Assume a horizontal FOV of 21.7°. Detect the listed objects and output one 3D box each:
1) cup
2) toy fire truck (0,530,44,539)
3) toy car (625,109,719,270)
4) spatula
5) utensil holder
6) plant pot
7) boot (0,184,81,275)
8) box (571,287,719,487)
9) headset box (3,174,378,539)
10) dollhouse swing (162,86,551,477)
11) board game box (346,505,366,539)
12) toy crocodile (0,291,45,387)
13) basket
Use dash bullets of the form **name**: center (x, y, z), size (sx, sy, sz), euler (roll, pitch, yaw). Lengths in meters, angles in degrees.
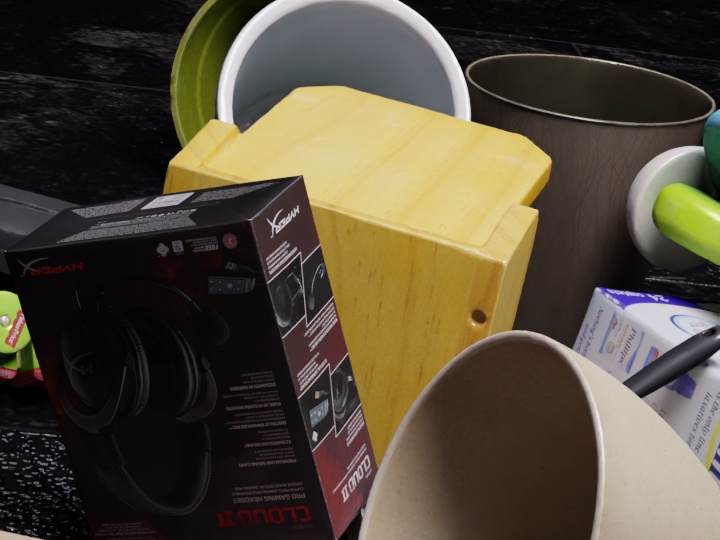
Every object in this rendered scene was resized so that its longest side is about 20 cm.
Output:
- **cup**: center (0.109, 0.146, 0.935), size (0.143, 0.201, 0.200), euler (21, 16, -29)
- **toy fire truck**: center (-0.139, 0.170, 0.925), size (0.199, 0.049, 0.141), euler (6, 23, -10)
- **toy car**: center (0.280, -0.043, 1.178), size (0.199, 0.150, 0.175), euler (12, 16, -27)
- **spatula**: center (0.119, 0.079, 1.050), size (0.200, 0.021, 0.057), euler (-26, 19, 0)
- **utensil holder**: center (-0.027, -0.084, 1.312), size (0.169, 0.171, 0.200), euler (6, -13, -9)
- **plant pot**: center (-0.029, -0.149, 1.559), size (0.200, 0.201, 0.193), euler (16, 12, 14)
- **boot**: center (-0.267, -0.054, 1.367), size (0.199, 0.066, 0.165), euler (12, 32, 14)
- **box**: center (0.245, 0.103, 1.122), size (0.183, 0.105, 0.200), euler (7, 21, -36)
- **headset box**: center (-0.084, 0.062, 0.999), size (0.148, 0.201, 0.077), euler (-6, 18, 23)
- **dollhouse swing**: center (0.000, 0.000, 1.105), size (0.199, 0.182, 0.176), euler (16, 13, 14)
- **board game box**: center (0.057, 0.134, 1.104), size (0.134, 0.034, 0.200), euler (6, 23, -9)
- **toy crocodile**: center (-0.197, 0.048, 1.172), size (0.199, 0.062, 0.067), euler (-1, -11, -36)
- **basket**: center (0.143, -0.035, 1.318), size (0.180, 0.201, 0.136), euler (0, 25, -19)
